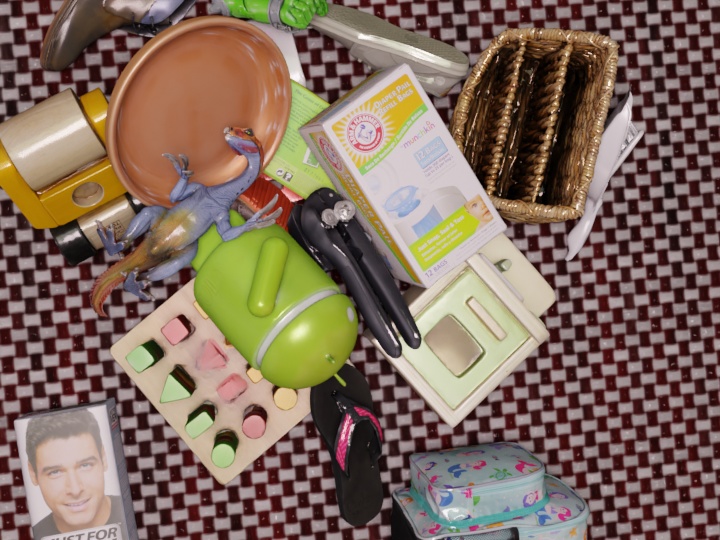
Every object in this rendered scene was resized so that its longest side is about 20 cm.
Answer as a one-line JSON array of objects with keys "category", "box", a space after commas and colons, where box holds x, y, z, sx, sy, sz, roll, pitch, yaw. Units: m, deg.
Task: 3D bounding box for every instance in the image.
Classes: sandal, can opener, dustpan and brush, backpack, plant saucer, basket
[{"category": "sandal", "box": [-0.003, 0.191, 1.006, 0.075, 0.045, 0.201, -22, 109, -29]}, {"category": "can opener", "box": [0.000, 0.000, 0.951, 0.063, 0.079, 0.200, -31, 76, -27]}, {"category": "dustpan and brush", "box": [0.270, -0.104, 1.040, 0.057, 0.140, 0.200, 33, 113, 6]}, {"category": "backpack", "box": [0.141, 0.268, 0.984, 0.199, 0.178, 0.151, 2, 95, -9]}, {"category": "plant saucer", "box": [-0.156, -0.150, 0.886, 0.200, 0.200, 0.037, -48, 53, -4]}, {"category": "basket", "box": [0.176, -0.160, 1.000, 0.142, 0.149, 0.201, 14, 89, -5]}]

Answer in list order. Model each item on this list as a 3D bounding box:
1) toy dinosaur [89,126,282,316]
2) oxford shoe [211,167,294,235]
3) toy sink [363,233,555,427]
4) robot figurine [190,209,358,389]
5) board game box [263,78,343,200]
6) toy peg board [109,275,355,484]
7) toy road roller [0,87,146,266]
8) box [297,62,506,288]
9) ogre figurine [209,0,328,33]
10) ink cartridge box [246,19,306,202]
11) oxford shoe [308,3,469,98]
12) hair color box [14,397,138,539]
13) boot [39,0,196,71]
[{"category": "toy dinosaur", "box": [-0.170, -0.062, 0.882, 0.105, 0.200, 0.182, 57, 47, -14]}, {"category": "oxford shoe", "box": [-0.134, -0.067, 1.010, 0.200, 0.071, 0.073, 40, 116, -14]}, {"category": "toy sink", "box": [0.121, 0.052, 1.012, 0.200, 0.112, 0.130, -42, 94, -4]}, {"category": "robot figurine", "box": [-0.084, 0.033, 0.909, 0.116, 0.176, 0.200, -42, 69, -8]}, {"category": "board game box", "box": [-0.083, -0.153, 0.995, 0.200, 0.048, 0.102, 31, 97, -18]}, {"category": "toy peg board", "box": [-0.137, 0.101, 0.995, 0.199, 0.098, 0.200, -40, 94, -4]}, {"category": "toy road roller", "box": [-0.295, -0.116, 0.940, 0.123, 0.200, 0.146, -29, 57, -7]}, {"category": "box", "box": [0.041, -0.097, 0.952, 0.112, 0.101, 0.200, -36, 105, -11]}, {"category": "ogre figurine", "box": [-0.095, -0.336, 0.992, 0.119, 0.098, 0.201, -1, 78, 13]}, {"category": "ink cartridge box", "box": [-0.134, -0.167, 1.021, 0.162, 0.057, 0.201, -15, 87, -5]}, {"category": "oxford shoe", "box": [0.022, -0.245, 1.029, 0.199, 0.075, 0.058, 22, 125, -2]}, {"category": "hair color box", "box": [-0.303, 0.248, 0.997, 0.099, 0.061, 0.201, -10, 90, -5]}, {"category": "boot", "box": [-0.254, -0.277, 0.995, 0.097, 0.075, 0.200, 36, 85, -2]}]
